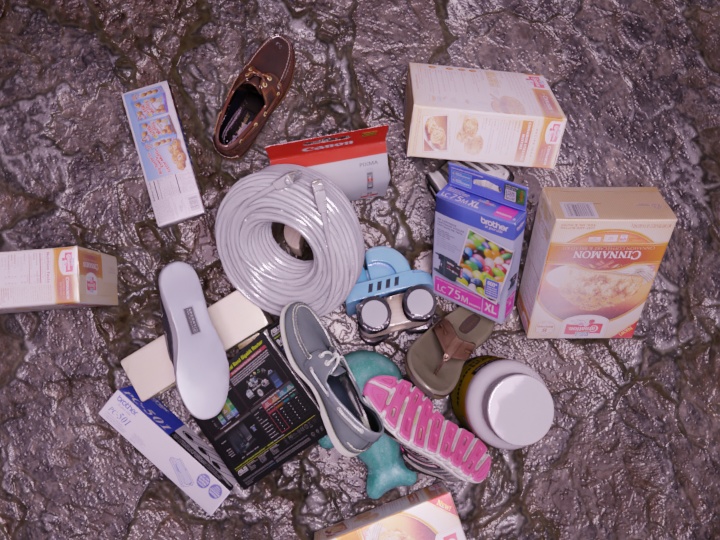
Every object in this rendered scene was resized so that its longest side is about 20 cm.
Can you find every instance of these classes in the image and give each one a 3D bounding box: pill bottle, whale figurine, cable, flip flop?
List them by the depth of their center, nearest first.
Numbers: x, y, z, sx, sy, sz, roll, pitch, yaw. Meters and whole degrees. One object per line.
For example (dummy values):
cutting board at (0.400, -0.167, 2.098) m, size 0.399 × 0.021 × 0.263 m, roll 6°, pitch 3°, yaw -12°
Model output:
cable at (-0.091, -0.034, 0.860) m, size 0.196 × 0.070 × 0.203 m, roll -7°, pitch 119°, yaw 29°
pill bottle at (0.184, 0.171, 0.891) m, size 0.109 × 0.200 × 0.114 m, roll 0°, pitch 85°, yaw -3°
flip flop at (0.128, 0.095, 0.916) m, size 0.081 × 0.058 × 0.199 m, roll 41°, pitch 47°, yaw 14°
whale figurine at (0.015, 0.211, 0.930) m, size 0.156 × 0.104 × 0.204 m, roll -18°, pitch 87°, yaw -4°

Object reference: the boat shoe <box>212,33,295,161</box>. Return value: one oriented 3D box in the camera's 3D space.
boat shoe at (-0.151, -0.254, 0.979) m, size 0.069 × 0.070 × 0.203 m, roll 23°, pitch 84°, yaw 1°

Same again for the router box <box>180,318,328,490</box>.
router box at (-0.127, 0.178, 0.902) m, size 0.199 × 0.062 × 0.151 m, roll -38°, pitch 88°, yaw 30°

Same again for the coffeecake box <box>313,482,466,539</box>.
coffeecake box at (0.052, 0.404, 0.924) m, size 0.196 × 0.073 × 0.156 m, roll -20°, pitch 85°, yaw -4°

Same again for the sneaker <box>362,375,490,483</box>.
sneaker at (0.072, 0.214, 0.879) m, size 0.199 × 0.087 × 0.074 m, roll 37°, pitch 51°, yaw -13°

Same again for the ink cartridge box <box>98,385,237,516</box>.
ink cartridge box at (-0.255, 0.238, 0.923) m, size 0.199 × 0.094 × 0.044 m, roll 41°, pitch 86°, yaw 1°

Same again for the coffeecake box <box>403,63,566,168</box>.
coffeecake box at (0.162, -0.215, 0.930) m, size 0.195 × 0.155 × 0.074 m, roll 5°, pitch 126°, yaw -2°

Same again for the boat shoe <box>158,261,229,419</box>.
boat shoe at (-0.222, 0.092, 0.877) m, size 0.069 × 0.066 × 0.204 m, roll -16°, pitch 83°, yaw -26°

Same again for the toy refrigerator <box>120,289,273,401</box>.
toy refrigerator at (-0.221, 0.102, 0.945) m, size 0.198 × 0.076 × 0.071 m, roll -32°, pitch 87°, yaw -5°

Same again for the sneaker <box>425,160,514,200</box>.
sneaker at (0.191, -0.082, 0.973) m, size 0.114 × 0.076 × 0.203 m, roll -32°, pitch 85°, yaw -2°

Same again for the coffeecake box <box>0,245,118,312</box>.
coffeecake box at (-0.445, 0.017, 0.905) m, size 0.195 × 0.154 × 0.075 m, roll -4°, pitch 86°, yaw -3°

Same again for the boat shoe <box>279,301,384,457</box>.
boat shoe at (-0.032, 0.122, 0.823) m, size 0.072 × 0.062 × 0.203 m, roll -15°, pitch 75°, yaw -47°

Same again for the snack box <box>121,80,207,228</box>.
snack box at (-0.286, -0.169, 0.989) m, size 0.070 × 0.024 × 0.204 m, roll -17°, pitch 86°, yaw -2°

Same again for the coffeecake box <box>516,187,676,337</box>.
coffeecake box at (0.305, -0.006, 0.904) m, size 0.150 × 0.074 × 0.203 m, roll -1°, pitch 130°, yaw -2°

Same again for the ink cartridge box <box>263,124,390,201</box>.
ink cartridge box at (-0.038, -0.130, 0.907) m, size 0.159 × 0.200 × 0.051 m, roll -10°, pitch 86°, yaw -2°

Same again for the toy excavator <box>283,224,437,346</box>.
toy excavator at (0.000, 0.000, 0.963) m, size 0.190 × 0.100 × 0.204 m, roll -13°, pitch 72°, yaw -2°

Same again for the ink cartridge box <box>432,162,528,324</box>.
ink cartridge box at (0.154, -0.033, 0.902) m, size 0.118 × 0.203 × 0.042 m, roll 24°, pitch 44°, yaw 29°
